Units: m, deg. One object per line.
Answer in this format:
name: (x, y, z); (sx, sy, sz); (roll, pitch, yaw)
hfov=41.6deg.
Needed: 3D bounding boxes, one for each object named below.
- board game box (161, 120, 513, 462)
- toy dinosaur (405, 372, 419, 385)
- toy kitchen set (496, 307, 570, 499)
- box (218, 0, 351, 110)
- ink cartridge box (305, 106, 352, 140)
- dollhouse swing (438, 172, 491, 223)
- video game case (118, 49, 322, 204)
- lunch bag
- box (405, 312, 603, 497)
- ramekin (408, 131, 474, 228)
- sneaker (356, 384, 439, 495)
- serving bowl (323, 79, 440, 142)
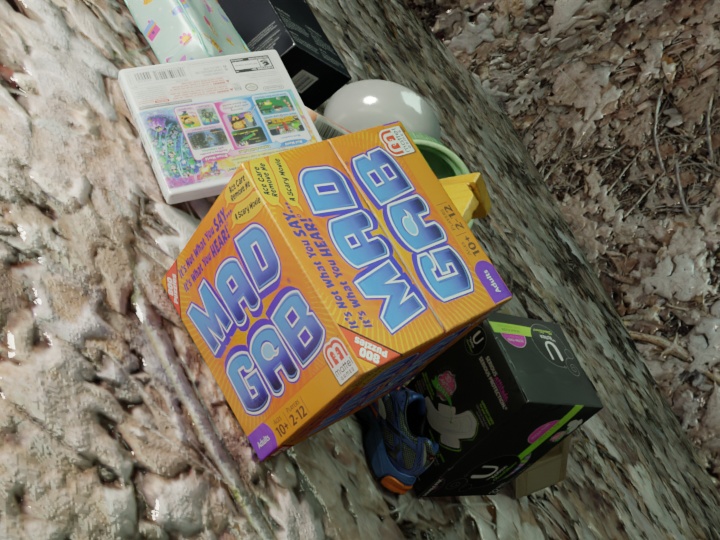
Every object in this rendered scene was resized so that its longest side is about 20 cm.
board game box: (-0.026, 0.017, 0.881); (0.198, 0.200, 0.202); (-22, 74, -41)
toy dinosaur: (0.092, 0.129, 1.219); (0.199, 0.101, 0.059); (9, 51, -60)
toy kitchen set: (0.176, 0.202, 1.332); (0.181, 0.161, 0.202); (75, -6, -56)
box: (-0.134, -0.374, 1.534); (0.184, 0.104, 0.199); (62, 20, 18)
ink cartridge box: (-0.060, -0.202, 1.363); (0.161, 0.051, 0.200); (24, 12, -41)
dollhouse swing: (0.106, 0.016, 1.236); (0.176, 0.180, 0.201); (46, 60, -28)
video game case: (-0.154, -0.169, 1.082); (0.197, 0.024, 0.184); (-14, 62, -26)
lunch bag: (-0.223, -0.317, 1.268); (0.202, 0.077, 0.160); (59, 18, 12)
box: (0.152, 0.161, 1.114); (0.147, 0.200, 0.125); (9, 45, -40)
ramekin: (0.076, -0.116, 1.468); (0.200, 0.199, 0.098); (47, 12, -19)
sneaker: (0.039, 0.154, 1.091); (0.075, 0.078, 0.202); (31, 30, -49)
serving bowl: (0.028, -0.209, 1.535); (0.200, 0.198, 0.066); (43, 43, -28)
